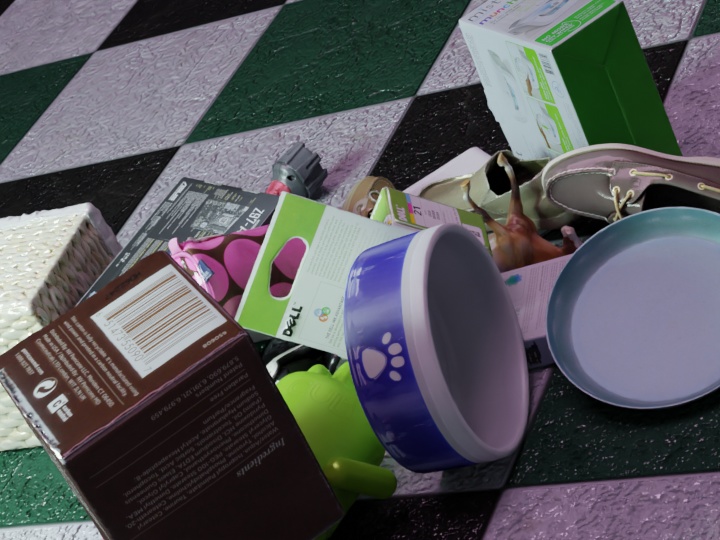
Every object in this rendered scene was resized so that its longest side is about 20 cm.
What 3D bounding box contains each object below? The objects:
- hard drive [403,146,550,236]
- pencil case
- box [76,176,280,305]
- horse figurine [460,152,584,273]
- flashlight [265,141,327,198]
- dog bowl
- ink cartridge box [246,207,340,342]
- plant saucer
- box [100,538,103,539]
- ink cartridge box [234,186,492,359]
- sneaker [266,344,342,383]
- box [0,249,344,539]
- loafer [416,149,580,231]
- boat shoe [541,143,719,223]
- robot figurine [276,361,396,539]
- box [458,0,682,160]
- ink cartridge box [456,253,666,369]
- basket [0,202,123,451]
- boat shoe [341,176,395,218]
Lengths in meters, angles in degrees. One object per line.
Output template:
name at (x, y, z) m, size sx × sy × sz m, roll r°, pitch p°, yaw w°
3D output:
hard drive at (0.111, -0.059, 1.924) m, size 0.131 × 0.026 × 0.200 m, roll -33°, pitch 29°, yaw -8°
pencil case at (-0.084, -0.004, 1.737) m, size 0.199 × 0.094 × 0.091 m, roll -15°, pitch -11°, yaw -38°
box at (-0.172, 0.003, 1.821) m, size 0.160 × 0.044 × 0.200 m, roll 12°, pitch 57°, yaw 44°
horse figurine at (0.108, -0.018, 1.782) m, size 0.199 × 0.133 × 0.050 m, roll -31°, pitch 18°, yaw 18°
flashlight at (-0.118, -0.063, 2.081) m, size 0.200 × 0.068 × 0.068 m, roll -50°, pitch 1°, yaw -26°
dog bowl at (0.066, 0.066, 1.574) m, size 0.078 × 0.201 × 0.201 m, roll -16°, pitch 30°, yaw 25°
ink cartridge box at (-0.117, 0.016, 1.910) m, size 0.199 × 0.085 × 0.145 m, roll -13°, pitch 16°, yaw 26°
plant saucer at (0.255, 0.035, 1.585) m, size 0.199 × 0.027 × 0.201 m, roll -12°, pitch 53°, yaw 16°
box at (-0.146, 0.284, 1.508) m, size 0.095 × 0.100 × 0.200 m, roll -33°, pitch 29°, yaw -10°
ink cartridge box at (0.000, 0.000, 1.696) m, size 0.199 × 0.148 × 0.076 m, roll 16°, pitch 26°, yaw -13°
sneaker at (-0.092, 0.125, 1.701) m, size 0.200 × 0.076 × 0.088 m, roll -45°, pitch -4°, yaw -38°
box at (-0.146, 0.129, 1.430) m, size 0.164 × 0.201 × 0.166 m, roll -35°, pitch 35°, yaw -13°
loafer at (0.132, -0.081, 1.840) m, size 0.199 × 0.069 × 0.076 m, roll -4°, pitch 36°, yaw 38°
boat shoe at (0.263, -0.069, 1.720) m, size 0.199 × 0.072 × 0.060 m, roll 6°, pitch 36°, yaw 10°
robot figurine at (-0.055, 0.168, 1.600) m, size 0.175 × 0.116 × 0.200 m, roll -8°, pitch 34°, yaw 44°
box at (0.206, -0.170, 1.841) m, size 0.096 × 0.201 × 0.176 m, roll -34°, pitch 28°, yaw -14°
ink cartridge box at (0.188, 0.032, 1.693) m, size 0.199 × 0.042 × 0.120 m, roll -18°, pitch 30°, yaw 23°
basket at (-0.335, 0.063, 1.937) m, size 0.199 × 0.199 × 0.161 m, roll -8°, pitch 36°, yaw 32°
boat shoe at (0.018, -0.024, 1.881) m, size 0.063 × 0.073 × 0.201 m, roll -29°, pitch 30°, yaw 33°
